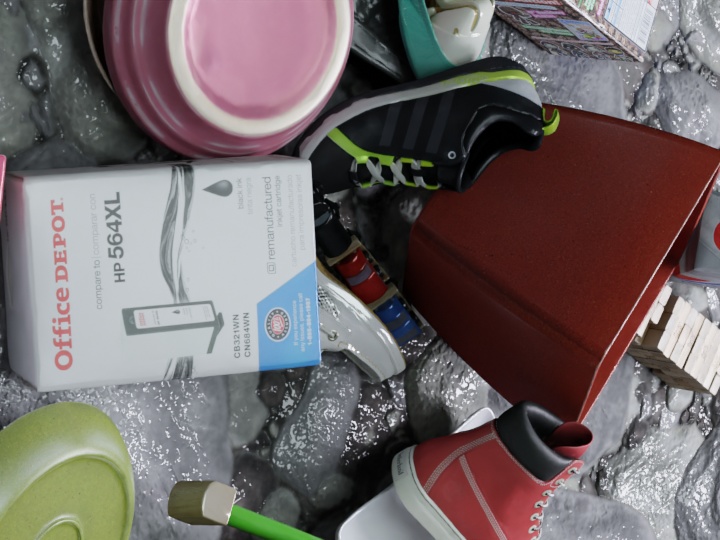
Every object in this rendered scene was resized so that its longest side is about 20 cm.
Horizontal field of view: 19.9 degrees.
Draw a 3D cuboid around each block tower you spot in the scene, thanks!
[{"bbox_3d":[0.239,0.037,1.760,0.200,0.058,0.054,37,71,-37],"label":"block tower"}]

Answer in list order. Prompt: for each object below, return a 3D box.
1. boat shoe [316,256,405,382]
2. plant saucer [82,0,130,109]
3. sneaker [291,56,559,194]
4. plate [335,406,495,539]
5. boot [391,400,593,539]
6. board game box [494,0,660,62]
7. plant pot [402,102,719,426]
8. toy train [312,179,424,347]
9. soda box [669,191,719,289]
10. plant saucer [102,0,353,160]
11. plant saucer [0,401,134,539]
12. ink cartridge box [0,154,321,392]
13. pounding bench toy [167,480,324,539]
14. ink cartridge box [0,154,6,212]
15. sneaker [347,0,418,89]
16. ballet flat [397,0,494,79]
[{"bbox_3d":[-0.046,0.030,1.522,0.200,0.071,0.069,45,76,-31],"label":"boat shoe"},{"bbox_3d":[-0.114,-0.196,1.449,0.200,0.037,0.201,-10,107,-33],"label":"plant saucer"},{"bbox_3d":[0.046,-0.091,1.492,0.200,0.083,0.072,-23,149,1],"label":"sneaker"},{"bbox_3d":[0.064,0.239,1.636,0.200,0.032,0.200,-35,115,-39],"label":"plate"},{"bbox_3d":[0.136,0.183,1.580,0.200,0.144,0.072,49,26,-34],"label":"boot"},{"bbox_3d":[0.158,-0.276,1.615,0.200,0.097,0.160,28,75,-49],"label":"board game box"},{"bbox_3d":[0.142,-0.017,1.571,0.176,0.200,0.200,30,69,10],"label":"plant pot"},{"bbox_3d":[0.000,0.000,1.536,0.034,0.046,0.200,-36,138,2],"label":"toy train"},{"bbox_3d":[0.299,-0.023,1.717,0.063,0.200,0.068,9,88,1],"label":"soda box"},{"bbox_3d":[-0.081,-0.171,1.426,0.200,0.051,0.201,-11,109,-34],"label":"plant saucer"},{"bbox_3d":[-0.214,0.185,1.366,0.200,0.031,0.200,-36,138,-41],"label":"plant saucer"},{"bbox_3d":[-0.136,0.000,1.391,0.200,0.084,0.146,-6,97,-20],"label":"ink cartridge box"},{"bbox_3d":[-0.058,0.239,1.489,0.156,0.124,0.200,-7,98,-39],"label":"pounding bench toy"},{"bbox_3d":[-0.312,0.019,1.287,0.145,0.084,0.200,4,92,-39],"label":"ink cartridge box"},{"bbox_3d":[0.018,-0.201,1.554,0.200,0.060,0.104,33,78,-32],"label":"sneaker"},{"bbox_3d":[0.059,-0.209,1.508,0.067,0.070,0.200,-32,111,-40],"label":"ballet flat"}]
